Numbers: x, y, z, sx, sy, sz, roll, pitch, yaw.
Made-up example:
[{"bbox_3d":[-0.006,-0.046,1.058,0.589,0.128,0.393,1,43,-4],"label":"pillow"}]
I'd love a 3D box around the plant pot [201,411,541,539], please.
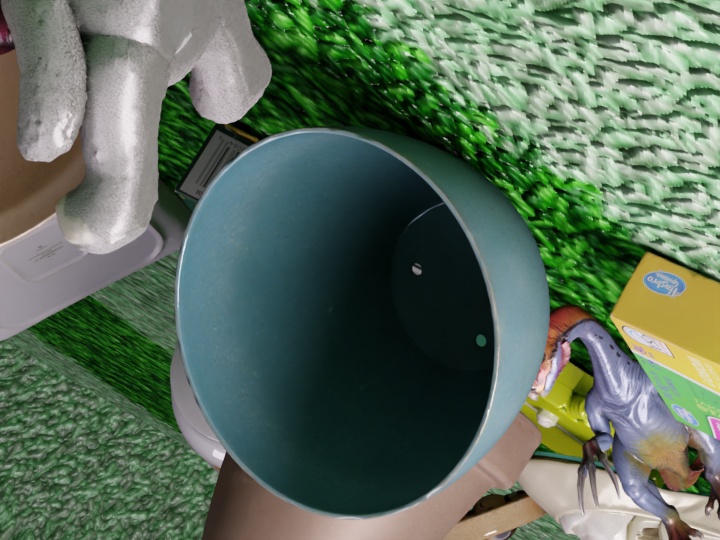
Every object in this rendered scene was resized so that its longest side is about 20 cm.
[{"bbox_3d":[-0.011,0.131,1.449,0.200,0.175,0.200,28,172,4],"label":"plant pot"}]

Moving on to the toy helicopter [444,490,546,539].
[{"bbox_3d":[0.125,0.172,1.697,0.132,0.079,0.200,-26,173,35],"label":"toy helicopter"}]

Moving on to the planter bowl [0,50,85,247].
[{"bbox_3d":[-0.245,-0.120,1.301,0.135,0.200,0.200,57,-174,35],"label":"planter bowl"}]

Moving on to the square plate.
[{"bbox_3d":[-0.237,-0.022,1.685,0.198,0.200,0.028,49,-164,-58],"label":"square plate"}]

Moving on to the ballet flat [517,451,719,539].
[{"bbox_3d":[0.192,0.168,1.495,0.200,0.070,0.069,11,167,5],"label":"ballet flat"}]

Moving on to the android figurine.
[{"bbox_3d":[0.132,0.096,1.556,0.182,0.041,0.200,36,170,-20],"label":"android figurine"}]

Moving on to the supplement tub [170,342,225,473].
[{"bbox_3d":[-0.075,0.110,1.897,0.145,0.145,0.200,28,169,18],"label":"supplement tub"}]

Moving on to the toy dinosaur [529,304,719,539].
[{"bbox_3d":[0.155,0.092,1.372,0.182,0.105,0.200,55,177,-11],"label":"toy dinosaur"}]

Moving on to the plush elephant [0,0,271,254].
[{"bbox_3d":[-0.147,-0.128,1.030,0.155,0.165,0.200,13,134,20],"label":"plush elephant"}]

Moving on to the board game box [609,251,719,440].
[{"bbox_3d":[0.237,0.073,1.161,0.200,0.040,0.153,25,167,30],"label":"board game box"}]

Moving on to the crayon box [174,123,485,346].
[{"bbox_3d":[0.000,0.000,1.437,0.200,0.058,0.173,27,168,21],"label":"crayon box"}]

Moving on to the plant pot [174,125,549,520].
[{"bbox_3d":[0.021,0.018,1.202,0.200,0.200,0.135,26,-158,29],"label":"plant pot"}]
